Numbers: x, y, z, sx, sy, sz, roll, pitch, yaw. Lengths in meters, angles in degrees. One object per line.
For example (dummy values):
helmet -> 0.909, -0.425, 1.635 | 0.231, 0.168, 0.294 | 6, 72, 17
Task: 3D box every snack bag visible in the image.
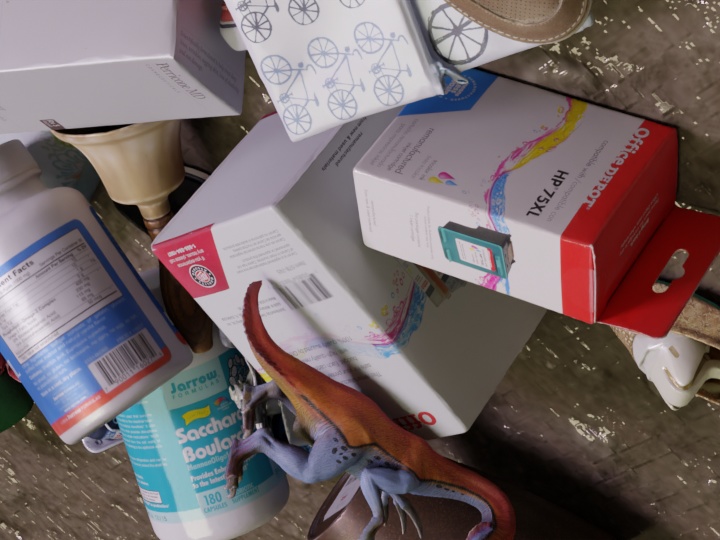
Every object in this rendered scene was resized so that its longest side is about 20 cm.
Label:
snack bag -> 0.013, -0.181, 1.143 | 0.200, 0.021, 0.189 | -16, 112, 19

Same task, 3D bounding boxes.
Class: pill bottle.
pill bottle -> -0.216, 0.012, 1.444 | 0.200, 0.112, 0.112 | 56, 144, 1
pill bottle -> -0.131, 0.099, 1.559 | 0.111, 0.111, 0.200 | -3, 109, 44

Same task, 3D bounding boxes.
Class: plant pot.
plant pot -> 0.067, 0.217, 1.489 | 0.200, 0.187, 0.187 | 38, 146, -6

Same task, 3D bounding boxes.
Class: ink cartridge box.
ink cartridge box -> 0.111, -0.044, 1.225 | 0.200, 0.116, 0.067 | 19, 140, 25
ink cartridge box -> 0.000, 0.000, 1.347 | 0.145, 0.145, 0.200 | -16, 119, 50

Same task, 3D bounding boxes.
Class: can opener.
can opener -> -0.072, 0.029, 1.444 | 0.066, 0.053, 0.200 | -12, 112, 0

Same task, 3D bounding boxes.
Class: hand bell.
hand bell -> -0.138, -0.031, 1.444 | 0.104, 0.104, 0.200 | 6, 125, 37

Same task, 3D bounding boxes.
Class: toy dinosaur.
toy dinosaur -> 0.010, 0.122, 1.286 | 0.181, 0.105, 0.200 | 6, 127, 6

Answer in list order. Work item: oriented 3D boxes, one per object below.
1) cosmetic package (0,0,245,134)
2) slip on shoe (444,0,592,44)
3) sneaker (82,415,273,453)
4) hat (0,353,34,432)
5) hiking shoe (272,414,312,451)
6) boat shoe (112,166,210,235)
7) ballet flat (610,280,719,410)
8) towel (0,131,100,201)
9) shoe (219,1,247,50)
cosmetic package -> -0.183, -0.146, 1.321 | 0.200, 0.081, 0.113 | -2, 165, 22
slip on shoe -> 0.045, -0.191, 1.087 | 0.076, 0.061, 0.200 | -36, 107, 20
sneaker -> -0.148, 0.124, 1.653 | 0.200, 0.109, 0.070 | 38, 146, 0
hat -> -0.303, 0.091, 1.837 | 0.166, 0.176, 0.200 | 107, 145, -56
hiking shoe -> -0.023, 0.103, 1.527 | 0.074, 0.087, 0.200 | 57, 141, 2
boat shoe -> -0.100, -0.014, 1.497 | 0.201, 0.063, 0.074 | 31, 147, 13
ballet flat -> 0.230, 0.066, 1.289 | 0.200, 0.065, 0.071 | 24, 143, 20
towel -> -0.277, -0.087, 1.506 | 0.171, 0.048, 0.200 | 17, 135, -17
shoe -> -0.033, -0.204, 1.216 | 0.200, 0.071, 0.091 | -22, 113, 46
